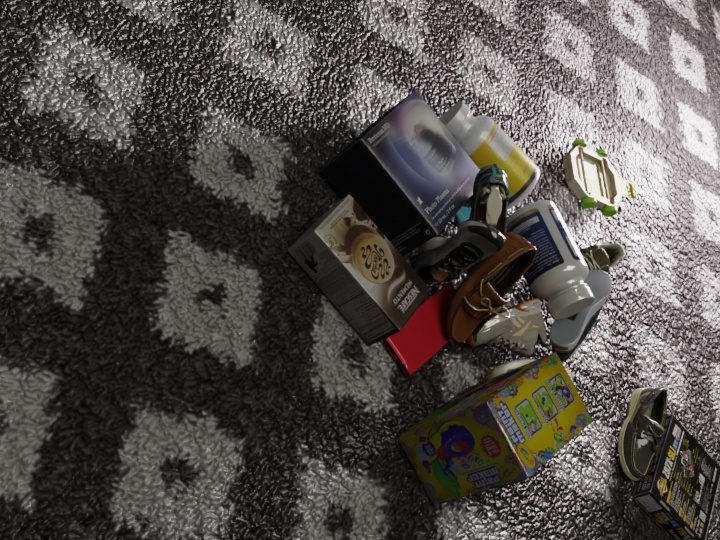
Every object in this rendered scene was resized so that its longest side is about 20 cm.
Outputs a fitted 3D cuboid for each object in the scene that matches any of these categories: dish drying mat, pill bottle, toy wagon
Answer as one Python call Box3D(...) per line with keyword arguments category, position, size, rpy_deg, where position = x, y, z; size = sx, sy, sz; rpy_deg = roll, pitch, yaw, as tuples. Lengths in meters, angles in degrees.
Box3D(category="dish drying mat", position=(0.112, 0.094, 1.496), size=(0.200, 0.018, 0.077), rpy_deg=(-36, 94, -44))
Box3D(category="pill bottle", position=(0.345, -0.017, 1.663), size=(0.111, 0.111, 0.200), rpy_deg=(-1, 60, -40))
Box3D(category="toy wagon", position=(0.515, -0.190, 1.963), size=(0.200, 0.040, 0.156), rpy_deg=(17, 59, -34))
Box3D(category="pill bottle", position=(0.227, -0.213, 1.683), size=(0.200, 0.112, 0.112), rpy_deg=(42, 48, -15))

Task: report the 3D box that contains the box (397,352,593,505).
Box3D(category="box", position=(0.202, 0.238, 1.371), size=(0.192, 0.200, 0.122), rpy_deg=(-25, 86, -45))

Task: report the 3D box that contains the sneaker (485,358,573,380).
Box3D(category="sneaker", position=(0.298, 0.206, 1.554), size=(0.200, 0.076, 0.088), rpy_deg=(12, 61, -35))

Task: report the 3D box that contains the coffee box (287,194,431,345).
Box3D(category="coffee box", position=(0.000, 0.000, 1.407), size=(0.200, 0.080, 0.113), rpy_deg=(49, 46, -9))

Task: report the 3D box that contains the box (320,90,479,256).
Box3D(category="box", position=(0.075, -0.160, 1.523), size=(0.199, 0.123, 0.200), rpy_deg=(49, 46, -7))

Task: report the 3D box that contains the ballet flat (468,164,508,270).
Box3D(category="ballet flat", position=(0.212, -0.073, 1.517), size=(0.074, 0.074, 0.201), rpy_deg=(-29, 125, -44))

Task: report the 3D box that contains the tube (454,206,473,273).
Box3D(category="tube", position=(0.213, -0.024, 1.626), size=(0.077, 0.050, 0.201), rpy_deg=(12, 57, -41))

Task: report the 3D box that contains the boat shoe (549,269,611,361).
Box3D(category="boat shoe", position=(0.410, 0.085, 1.701), size=(0.200, 0.073, 0.068), rpy_deg=(-58, 153, -32))

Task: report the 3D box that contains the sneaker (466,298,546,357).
Box3D(category="sneaker", position=(0.261, 0.111, 1.576), size=(0.200, 0.076, 0.092), rpy_deg=(-15, 83, -42))

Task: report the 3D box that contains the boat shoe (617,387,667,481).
Box3D(category="boat shoe", position=(0.534, 0.298, 1.711), size=(0.072, 0.066, 0.201), rpy_deg=(41, 48, -17))

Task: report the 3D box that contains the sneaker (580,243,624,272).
Box3D(category="sneaker", position=(0.437, -0.017, 1.773), size=(0.200, 0.090, 0.067), rpy_deg=(-15, 79, -43))

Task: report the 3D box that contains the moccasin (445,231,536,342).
Box3D(category="moccasin", position=(0.213, 0.035, 1.483), size=(0.074, 0.201, 0.078), rpy_deg=(39, 3, -40))

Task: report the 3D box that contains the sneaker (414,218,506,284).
Box3D(category="sneaker", position=(0.159, -0.023, 1.473), size=(0.074, 0.200, 0.080), rpy_deg=(35, 59, -20))

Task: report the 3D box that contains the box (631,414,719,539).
Box3D(category="box", position=(0.602, 0.400, 1.729), size=(0.160, 0.049, 0.200), rpy_deg=(44, 48, -10))
